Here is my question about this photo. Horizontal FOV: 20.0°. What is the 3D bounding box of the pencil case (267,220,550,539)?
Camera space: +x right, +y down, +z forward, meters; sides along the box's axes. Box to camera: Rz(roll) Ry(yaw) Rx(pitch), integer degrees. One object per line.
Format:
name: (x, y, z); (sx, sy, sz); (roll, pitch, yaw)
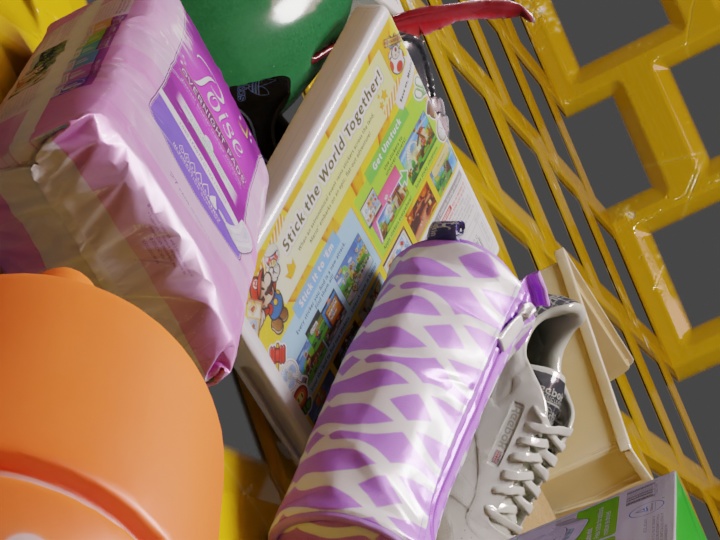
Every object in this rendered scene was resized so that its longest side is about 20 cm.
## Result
pencil case: (0.026, 0.073, 0.968); (0.084, 0.085, 0.201); (72, 32, -41)

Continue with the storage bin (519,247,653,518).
storage bin: (0.183, 0.127, 1.657); (0.199, 0.093, 0.201); (51, 18, -48)

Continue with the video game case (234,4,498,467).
video game case: (0.000, 0.000, 1.037); (0.201, 0.023, 0.183); (-62, 141, -33)

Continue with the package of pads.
package of pads: (-0.095, -0.035, 0.850); (0.200, 0.075, 0.121); (-85, 150, -67)

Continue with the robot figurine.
robot figurine: (-0.093, 0.078, 0.542); (0.200, 0.115, 0.145); (-90, -176, -62)

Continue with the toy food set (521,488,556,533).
toy food set: (0.093, 0.183, 1.278); (0.201, 0.048, 0.198); (65, 13, -1)

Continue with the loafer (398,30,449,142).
loafer: (0.028, -0.041, 1.201); (0.071, 0.063, 0.202); (1, 93, -37)

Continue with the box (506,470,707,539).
box: (0.078, 0.187, 0.906); (0.097, 0.175, 0.200); (64, 12, -7)

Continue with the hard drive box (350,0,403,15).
hard drive box: (-0.052, -0.247, 1.435); (0.157, 0.076, 0.200); (68, 12, 9)

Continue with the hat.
hat: (-0.014, -0.175, 1.213); (0.167, 0.175, 0.200); (63, 12, -8)

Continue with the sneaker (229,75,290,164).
sneaker: (-0.027, -0.011, 1.078); (0.201, 0.077, 0.070); (58, 14, -29)

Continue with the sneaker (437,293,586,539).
sneaker: (0.076, 0.104, 1.155); (0.076, 0.080, 0.202); (39, 55, -52)
